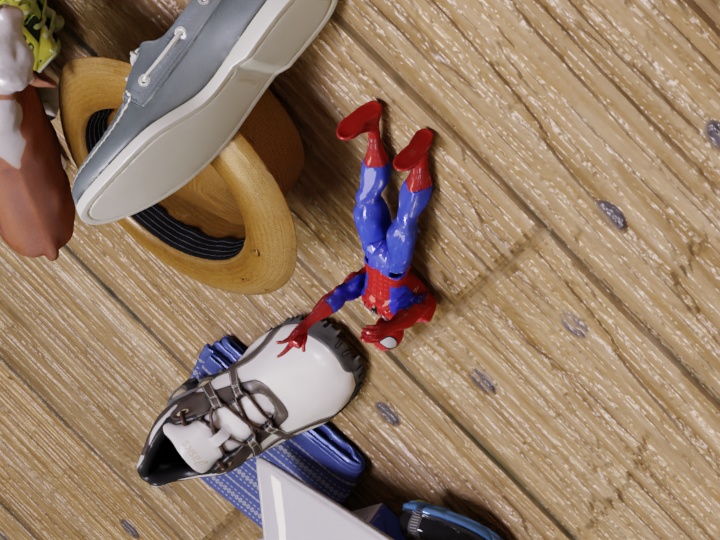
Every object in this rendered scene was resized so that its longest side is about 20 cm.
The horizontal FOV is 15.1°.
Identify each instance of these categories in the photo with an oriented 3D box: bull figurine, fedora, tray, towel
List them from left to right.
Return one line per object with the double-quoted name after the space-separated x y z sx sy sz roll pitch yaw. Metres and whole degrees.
-0.225 -0.095 1.692 0.200 0.065 0.121 83 162 -44 "bull figurine"
-0.097 -0.075 1.675 0.200 0.082 0.201 33 150 22 "fedora"
-0.071 0.131 1.986 0.145 0.024 0.200 39 153 6 "towel"
-0.001 0.206 1.864 0.200 0.022 0.108 28 131 45 "tray"

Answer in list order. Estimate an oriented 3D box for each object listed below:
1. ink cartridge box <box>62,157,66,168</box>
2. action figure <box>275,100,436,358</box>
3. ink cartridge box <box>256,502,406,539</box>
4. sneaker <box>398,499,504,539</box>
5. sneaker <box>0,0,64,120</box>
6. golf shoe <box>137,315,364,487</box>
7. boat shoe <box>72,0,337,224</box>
-0.323 -0.115 1.920 0.200 0.084 0.146 9 135 47 "ink cartridge box"
0.000 0.000 1.636 0.065 0.099 0.200 32 152 24 "action figure"
-0.011 0.229 1.987 0.094 0.044 0.200 43 151 -13 "ink cartridge box"
0.074 0.240 1.864 0.071 0.083 0.200 15 138 44 "sneaker"
-0.229 -0.173 1.755 0.076 0.075 0.200 7 141 1 "sneaker"
-0.077 0.100 1.843 0.078 0.094 0.200 50 136 -6 "golf shoe"
-0.098 -0.110 1.548 0.062 0.200 0.073 49 -167 23 "boat shoe"
